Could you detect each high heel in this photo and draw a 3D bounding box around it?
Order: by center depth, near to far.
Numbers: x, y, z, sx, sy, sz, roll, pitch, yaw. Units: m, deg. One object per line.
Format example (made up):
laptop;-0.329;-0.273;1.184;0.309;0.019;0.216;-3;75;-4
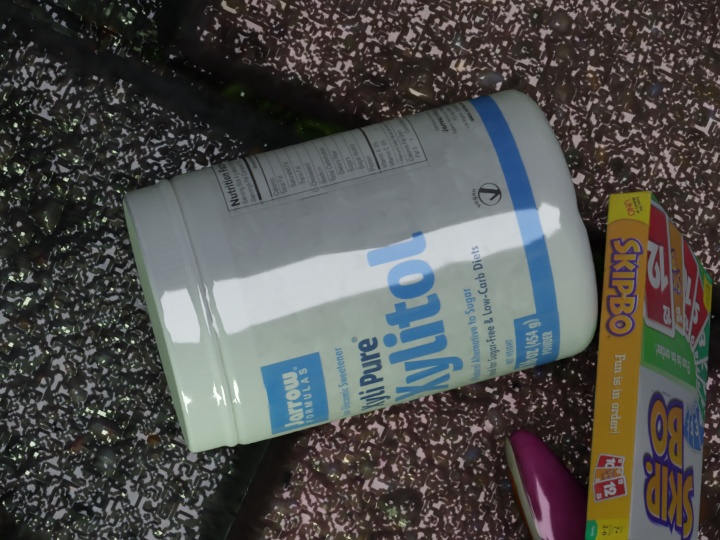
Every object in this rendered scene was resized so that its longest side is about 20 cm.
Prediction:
high heel;0.145;0.150;1.444;0.096;0.067;0.200;-27;104;1

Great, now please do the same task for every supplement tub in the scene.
supplement tub;0.000;0.000;1.405;0.200;0.132;0.132;-16;89;-6

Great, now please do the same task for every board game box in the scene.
board game box;0.135;0.072;1.399;0.030;0.096;0.200;-4;62;25
